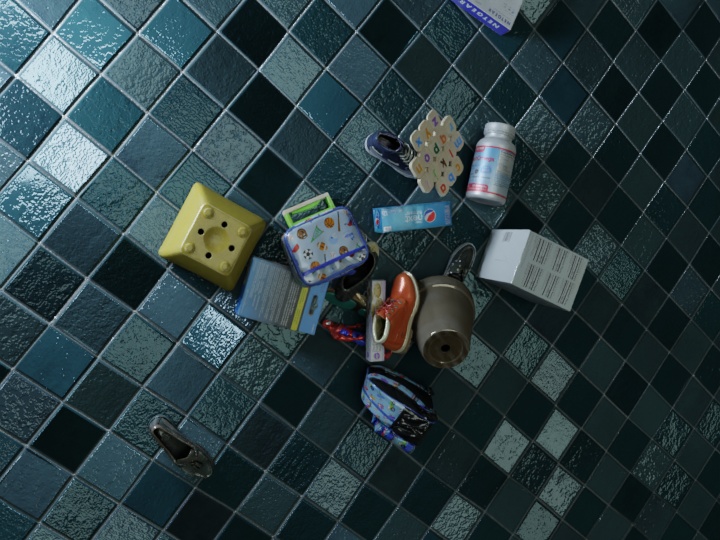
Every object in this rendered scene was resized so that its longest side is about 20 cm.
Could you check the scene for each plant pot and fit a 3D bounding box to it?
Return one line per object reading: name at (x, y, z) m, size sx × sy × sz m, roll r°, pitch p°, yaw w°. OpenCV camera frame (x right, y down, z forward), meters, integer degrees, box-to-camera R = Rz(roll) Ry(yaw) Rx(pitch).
plant pot at (0.203, 0.142, 1.415) m, size 0.196 × 0.174 × 0.203 m, roll 0°, pitch 120°, yaw 0°
plant pot at (-0.327, -0.072, 1.261) m, size 0.193 × 0.200 × 0.197 m, roll 29°, pitch 86°, yaw -16°

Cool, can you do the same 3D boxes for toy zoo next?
toy zoo at (-0.093, -0.078, 1.391) m, size 0.130 × 0.020 × 0.203 m, roll -25°, pitch 87°, yaw -23°

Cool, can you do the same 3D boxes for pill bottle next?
pill bottle at (0.352, -0.282, 1.502) m, size 0.107 × 0.109 × 0.204 m, roll 12°, pitch 90°, yaw -17°

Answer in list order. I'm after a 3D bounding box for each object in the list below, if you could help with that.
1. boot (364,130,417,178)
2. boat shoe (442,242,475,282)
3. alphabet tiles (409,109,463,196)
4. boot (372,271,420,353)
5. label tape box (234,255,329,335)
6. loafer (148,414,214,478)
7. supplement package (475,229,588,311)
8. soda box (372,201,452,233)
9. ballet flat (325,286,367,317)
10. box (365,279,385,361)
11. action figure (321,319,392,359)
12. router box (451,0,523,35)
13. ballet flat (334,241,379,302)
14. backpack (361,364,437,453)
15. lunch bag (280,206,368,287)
boot at (0.108, -0.291, 1.435) m, size 0.197 × 0.090 × 0.074 m, roll 20°, pitch 88°, yaw -17°
boat shoe at (0.257, 0.015, 1.522) m, size 0.068 × 0.057 × 0.202 m, roll 34°, pitch 84°, yaw -16°
alphabet tiles at (0.199, -0.302, 1.464) m, size 0.201 × 0.014 × 0.196 m, roll -53°, pitch 126°, yaw -23°
boot at (0.083, 0.092, 1.369) m, size 0.106 × 0.074 × 0.204 m, roll 23°, pitch 71°, yaw -43°
label tape box at (-0.192, 0.062, 1.383) m, size 0.197 × 0.063 × 0.147 m, roll 18°, pitch 88°, yaw -19°
loafer at (-0.428, 0.429, 1.339) m, size 0.072 × 0.063 × 0.200 m, roll -44°, pitch 105°, yaw -9°
supplement package at (0.454, -0.006, 1.510) m, size 0.197 × 0.191 × 0.149 m, roll 23°, pitch 88°, yaw -18°
soda box at (0.135, -0.139, 1.467) m, size 0.196 × 0.068 × 0.065 m, roll -7°, pitch 97°, yaw -17°
ballet flat at (-0.006, 0.075, 1.451) m, size 0.198 × 0.070 × 0.066 m, roll 28°, pitch 59°, yaw -20°
box at (0.038, 0.123, 1.407) m, size 0.041 × 0.039 × 0.204 m, roll 1°, pitch 92°, yaw -20°
action figure at (-0.010, 0.169, 1.449) m, size 0.197 × 0.066 × 0.052 m, roll 22°, pitch 112°, yaw -19°
router box at (0.345, -0.761, 1.494) m, size 0.198 × 0.049 × 0.182 m, roll 25°, pitch 87°, yaw -17°
ballet flat at (0.000, 0.000, 1.412) m, size 0.066 × 0.057 × 0.201 m, roll 36°, pitch 55°, yaw -6°
backpack at (0.083, 0.339, 1.435) m, size 0.198 × 0.183 × 0.136 m, roll 31°, pitch 102°, yaw -3°
lunch bag at (-0.079, -0.052, 1.340) m, size 0.198 × 0.075 × 0.163 m, roll -24°, pitch 89°, yaw -21°
